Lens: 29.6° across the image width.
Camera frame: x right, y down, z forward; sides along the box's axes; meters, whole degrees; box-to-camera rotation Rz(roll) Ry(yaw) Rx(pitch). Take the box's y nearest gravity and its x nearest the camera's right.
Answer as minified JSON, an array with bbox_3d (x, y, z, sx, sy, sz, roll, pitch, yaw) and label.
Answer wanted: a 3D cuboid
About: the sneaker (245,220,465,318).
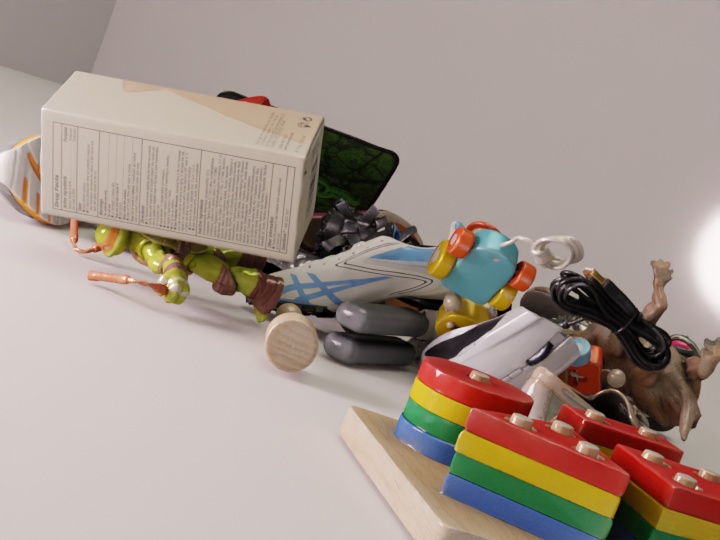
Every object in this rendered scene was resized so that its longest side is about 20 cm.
[{"bbox_3d":[0.000,0.000,1.156,0.200,0.073,0.072,-8,-7,5],"label":"sneaker"}]

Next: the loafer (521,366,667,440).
[{"bbox_3d":[0.183,0.116,1.031,0.200,0.063,0.072,15,9,-47],"label":"loafer"}]

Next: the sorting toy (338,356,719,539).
[{"bbox_3d":[0.110,0.114,0.746,0.198,0.070,0.200,19,6,-16],"label":"sorting toy"}]

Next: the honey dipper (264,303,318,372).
[{"bbox_3d":[-0.051,0.044,1.022,0.038,0.038,0.200,20,3,-4],"label":"honey dipper"}]

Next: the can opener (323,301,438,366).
[{"bbox_3d":[0.043,0.058,1.132,0.066,0.053,0.200,25,7,33],"label":"can opener"}]

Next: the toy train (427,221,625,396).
[{"bbox_3d":[0.131,0.027,1.081,0.150,0.056,0.200,1,-44,17],"label":"toy train"}]

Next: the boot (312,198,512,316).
[{"bbox_3d":[0.050,0.013,1.283,0.162,0.073,0.198,18,-21,24],"label":"boot"}]

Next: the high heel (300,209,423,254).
[{"bbox_3d":[-0.025,-0.030,1.384,0.096,0.068,0.200,-4,-12,42],"label":"high heel"}]

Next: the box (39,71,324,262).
[{"bbox_3d":[-0.135,-0.080,1.028,0.200,0.095,0.078,12,32,4],"label":"box"}]

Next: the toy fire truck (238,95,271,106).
[{"bbox_3d":[-0.137,-0.081,1.268,0.200,0.112,0.168,-16,19,2],"label":"toy fire truck"}]

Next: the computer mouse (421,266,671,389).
[{"bbox_3d":[0.129,0.066,1.048,0.200,0.044,0.110,-27,-54,39],"label":"computer mouse"}]

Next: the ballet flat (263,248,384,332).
[{"bbox_3d":[-0.060,0.011,1.257,0.200,0.057,0.066,17,-19,43],"label":"ballet flat"}]

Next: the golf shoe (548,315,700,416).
[{"bbox_3d":[0.214,0.095,1.270,0.200,0.077,0.088,0,37,34],"label":"golf shoe"}]

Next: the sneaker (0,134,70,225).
[{"bbox_3d":[-0.287,-0.082,1.222,0.077,0.078,0.200,8,0,11],"label":"sneaker"}]

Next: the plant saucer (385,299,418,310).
[{"bbox_3d":[-0.017,0.008,1.483,0.200,0.038,0.200,20,5,-2],"label":"plant saucer"}]

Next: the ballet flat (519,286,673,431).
[{"bbox_3d":[0.240,0.081,1.339,0.200,0.046,0.067,39,-40,-4],"label":"ballet flat"}]

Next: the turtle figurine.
[{"bbox_3d":[-0.149,-0.017,1.083,0.161,0.065,0.200,18,6,-30],"label":"turtle figurine"}]

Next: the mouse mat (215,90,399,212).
[{"bbox_3d":[-0.078,-0.096,1.401,0.200,0.161,0.008,20,43,-15],"label":"mouse mat"}]

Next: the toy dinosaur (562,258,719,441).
[{"bbox_3d":[0.241,0.087,1.144,0.086,0.136,0.200,-13,42,-16],"label":"toy dinosaur"}]
